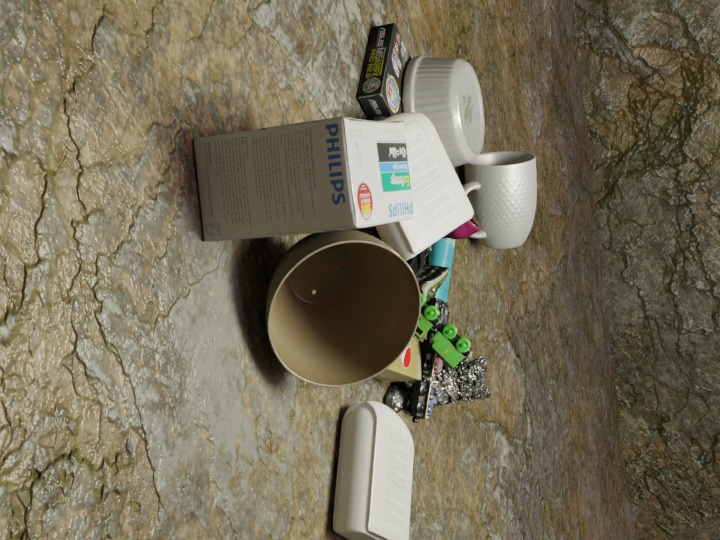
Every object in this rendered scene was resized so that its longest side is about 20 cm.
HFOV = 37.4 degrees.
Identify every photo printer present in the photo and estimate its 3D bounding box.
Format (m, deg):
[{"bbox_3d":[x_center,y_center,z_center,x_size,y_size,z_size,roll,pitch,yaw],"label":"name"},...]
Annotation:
[{"bbox_3d":[0.073,-0.138,1.647,0.166,0.069,0.202,-33,100,-36],"label":"photo printer"},{"bbox_3d":[0.023,0.298,1.558,0.166,0.068,0.203,45,45,-56],"label":"photo printer"}]

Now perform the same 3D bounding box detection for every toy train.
[{"bbox_3d":[0.111,0.145,1.704,0.045,0.034,0.204,21,75,-41],"label":"toy train"},{"bbox_3d":[0.094,0.072,1.671,0.200,0.056,0.042,44,4,6],"label":"toy train"}]

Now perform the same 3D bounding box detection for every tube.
[{"bbox_3d":[0.145,0.001,1.939,0.077,0.050,0.204,29,64,-58],"label":"tube"}]

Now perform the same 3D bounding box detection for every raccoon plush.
[{"bbox_3d":[0.137,0.204,1.760,0.200,0.132,0.098,-48,129,-60],"label":"raccoon plush"}]

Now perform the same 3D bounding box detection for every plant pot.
[{"bbox_3d":[-0.035,0.027,1.368,0.135,0.198,0.203,-122,-169,-59],"label":"plant pot"}]

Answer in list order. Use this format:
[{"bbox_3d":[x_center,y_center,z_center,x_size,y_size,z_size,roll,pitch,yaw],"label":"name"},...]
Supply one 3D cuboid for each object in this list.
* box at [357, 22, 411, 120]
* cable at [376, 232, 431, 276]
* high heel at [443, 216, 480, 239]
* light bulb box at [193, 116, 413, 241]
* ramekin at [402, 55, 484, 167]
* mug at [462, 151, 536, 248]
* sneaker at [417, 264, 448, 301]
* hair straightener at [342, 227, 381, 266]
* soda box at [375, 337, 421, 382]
[{"bbox_3d":[0.062,-0.287,1.796,0.201,0.044,0.162,57,35,-48],"label":"box"},{"bbox_3d":[0.060,-0.089,1.762,0.163,0.050,0.203,-36,115,-55],"label":"cable"},{"bbox_3d":[0.128,-0.142,1.745,0.067,0.095,0.203,-44,120,-55],"label":"high heel"},{"bbox_3d":[-0.062,-0.109,1.277,0.198,0.197,0.127,-15,99,-67],"label":"light bulb box"},{"bbox_3d":[0.148,-0.271,1.824,0.202,0.093,0.206,-5,90,-67],"label":"ramekin"},{"bbox_3d":[0.267,-0.135,2.155,0.198,0.147,0.179,-16,110,-36],"label":"mug"},{"bbox_3d":[0.095,0.055,1.793,0.200,0.076,0.090,-47,138,-52],"label":"sneaker"},{"bbox_3d":[0.000,0.000,1.616,0.201,0.040,0.078,-69,147,-53],"label":"hair straightener"},{"bbox_3d":[0.028,0.124,1.606,0.200,0.067,0.065,29,59,-63],"label":"soda box"}]
